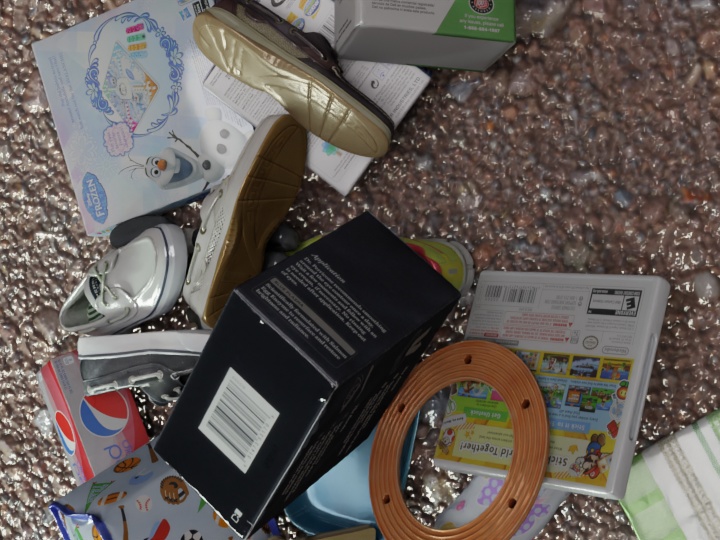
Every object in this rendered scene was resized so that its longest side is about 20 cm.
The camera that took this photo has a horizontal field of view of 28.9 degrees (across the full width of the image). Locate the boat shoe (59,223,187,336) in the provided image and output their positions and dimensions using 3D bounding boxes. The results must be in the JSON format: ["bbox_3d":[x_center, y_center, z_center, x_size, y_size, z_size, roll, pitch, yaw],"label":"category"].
[{"bbox_3d":[-0.225,0.020,1.305,0.200,0.066,0.074,-45,56,49],"label":"boat shoe"}]

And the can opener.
[{"bbox_3d":[-0.153,-0.021,1.316,0.198,0.067,0.054,-1,70,34],"label":"can opener"}]

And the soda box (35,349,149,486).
[{"bbox_3d":[-0.245,0.175,1.355,0.063,0.069,0.202,-34,78,58],"label":"soda box"}]

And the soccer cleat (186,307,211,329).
[{"bbox_3d":[-0.098,0.102,1.318,0.085,0.070,0.203,-21,84,17],"label":"soccer cleat"}]

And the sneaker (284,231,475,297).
[{"bbox_3d":[0.000,0.000,1.276,0.197,0.090,0.079,-6,91,19],"label":"sneaker"}]

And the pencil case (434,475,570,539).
[{"bbox_3d":[0.149,0.180,1.233,0.083,0.091,0.201,39,100,12],"label":"pencil case"}]

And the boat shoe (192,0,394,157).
[{"bbox_3d":[-0.049,-0.173,1.192,0.199,0.072,0.065,33,60,7],"label":"boat shoe"}]

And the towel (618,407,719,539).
[{"bbox_3d":[0.332,0.195,1.212,0.198,0.031,0.151,-30,80,18],"label":"towel"}]

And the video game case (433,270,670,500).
[{"bbox_3d":[0.159,0.091,1.189,0.198,0.023,0.185,2,72,46],"label":"video game case"}]

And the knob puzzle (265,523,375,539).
[{"bbox_3d":[-0.080,0.328,1.261,0.030,0.217,0.223,28,101,56],"label":"knob puzzle"}]

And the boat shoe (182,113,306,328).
[{"bbox_3d":[-0.112,-0.052,1.241,0.069,0.070,0.202,30,101,40],"label":"boat shoe"}]

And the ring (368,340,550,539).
[{"bbox_3d":[0.085,0.159,1.201,0.199,0.019,0.203,-23,54,37],"label":"ring"}]

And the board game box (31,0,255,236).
[{"bbox_3d":[-0.202,-0.160,1.360,0.196,0.043,0.203,-18,86,14],"label":"board game box"}]

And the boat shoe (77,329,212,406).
[{"bbox_3d":[-0.176,0.090,1.281,0.197,0.072,0.069,-4,87,25],"label":"boat shoe"}]

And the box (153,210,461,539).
[{"bbox_3d":[-0.044,0.084,1.164,0.117,0.199,0.198,41,127,14],"label":"box"}]

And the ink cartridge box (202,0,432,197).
[{"bbox_3d":[-0.050,-0.185,1.268,0.199,0.076,0.137,37,100,-6],"label":"ink cartridge box"}]

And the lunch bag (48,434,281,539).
[{"bbox_3d":[-0.159,0.265,1.271,0.123,0.169,0.203,7,120,53],"label":"lunch bag"}]

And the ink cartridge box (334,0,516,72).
[{"bbox_3d":[0.054,-0.286,1.210,0.143,0.084,0.203,3,78,-16],"label":"ink cartridge box"}]

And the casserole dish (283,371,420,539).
[{"bbox_3d":[-0.005,0.162,1.307,0.119,0.039,0.203,12,95,16],"label":"casserole dish"}]
